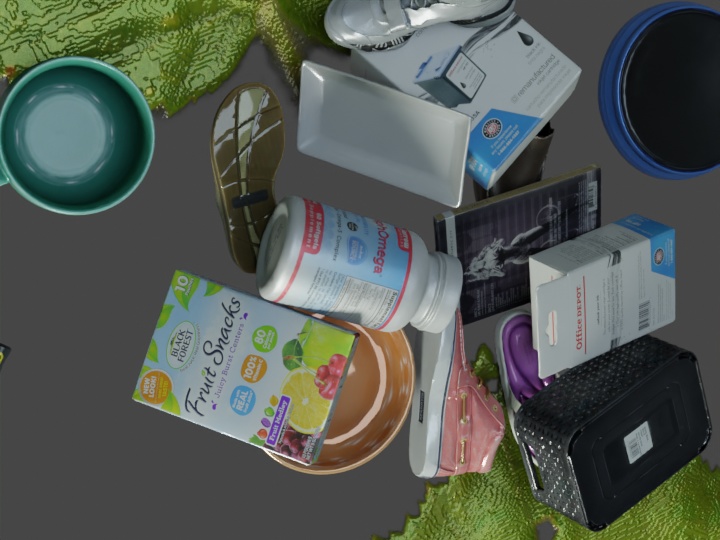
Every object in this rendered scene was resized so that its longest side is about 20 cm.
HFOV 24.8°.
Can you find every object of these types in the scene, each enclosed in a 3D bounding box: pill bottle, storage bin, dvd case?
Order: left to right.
[{"bbox_3d":[0.000,0.000,1.686,0.198,0.109,0.110,15,90,-19],"label":"pill bottle"},{"bbox_3d":[0.174,-0.025,1.789,0.198,0.016,0.150,-19,128,-16],"label":"dvd case"},{"bbox_3d":[0.280,0.173,1.801,0.199,0.093,0.136,-33,121,-25],"label":"storage bin"}]

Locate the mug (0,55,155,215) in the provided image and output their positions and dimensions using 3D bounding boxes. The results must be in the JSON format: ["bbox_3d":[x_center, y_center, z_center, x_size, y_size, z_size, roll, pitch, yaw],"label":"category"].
[{"bbox_3d":[-0.300,-0.135,1.607,0.183,0.114,0.154,9,93,-18],"label":"mug"}]

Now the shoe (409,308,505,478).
[{"bbox_3d":[0.109,0.128,1.788,0.090,0.071,0.203,1,102,-19],"label":"shoe"}]

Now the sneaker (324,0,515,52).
[{"bbox_3d":[0.059,-0.278,1.621,0.197,0.115,0.076,-10,77,-1],"label":"sneaker"}]

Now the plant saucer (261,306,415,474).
[{"bbox_3d":[-0.039,0.116,1.756,0.198,0.037,0.203,-2,97,-17],"label":"plant saucer"}]

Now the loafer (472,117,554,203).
[{"bbox_3d":[0.171,-0.139,1.780,0.072,0.071,0.203,4,94,-18],"label":"loafer"}]

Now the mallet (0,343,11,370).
[{"bbox_3d":[-0.410,0.164,1.645,0.065,0.041,0.202,17,85,-16],"label":"mallet"}]

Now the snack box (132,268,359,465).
[{"bbox_3d":[-0.117,0.099,1.681,0.198,0.053,0.144,20,91,5],"label":"snack box"}]

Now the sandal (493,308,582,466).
[{"bbox_3d":[0.201,0.143,1.828,0.082,0.050,0.204,-28,103,-13],"label":"sandal"}]

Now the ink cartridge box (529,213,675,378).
[{"bbox_3d":[0.249,0.027,1.787,0.198,0.068,0.117,-20,119,-29],"label":"ink cartridge box"}]

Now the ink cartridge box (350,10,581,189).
[{"bbox_3d":[0.108,-0.209,1.710,0.200,0.086,0.147,41,82,6],"label":"ink cartridge box"}]

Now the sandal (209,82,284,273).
[{"bbox_3d":[-0.120,-0.097,1.705,0.079,0.054,0.202,-11,113,-20],"label":"sandal"}]

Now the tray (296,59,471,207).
[{"bbox_3d":[0.025,-0.144,1.683,0.022,0.198,0.108,-39,143,-50],"label":"tray"}]

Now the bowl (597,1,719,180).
[{"bbox_3d":[0.366,-0.203,1.854,0.198,0.039,0.203,-2,96,-17],"label":"bowl"}]
